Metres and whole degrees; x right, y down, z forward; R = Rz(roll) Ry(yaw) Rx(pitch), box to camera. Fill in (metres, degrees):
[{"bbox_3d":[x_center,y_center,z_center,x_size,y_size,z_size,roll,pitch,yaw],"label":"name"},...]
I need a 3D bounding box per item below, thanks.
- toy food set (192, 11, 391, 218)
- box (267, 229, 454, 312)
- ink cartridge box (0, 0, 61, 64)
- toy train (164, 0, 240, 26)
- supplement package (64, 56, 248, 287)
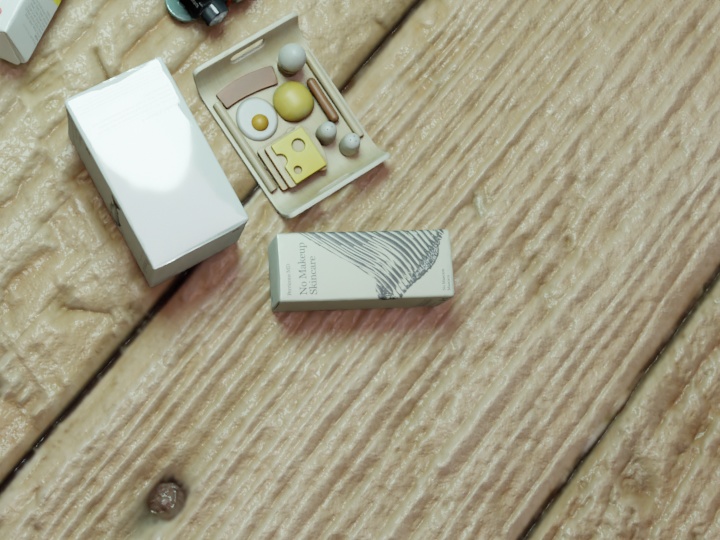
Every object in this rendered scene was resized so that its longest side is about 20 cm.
[{"bbox_3d":[-0.077,-0.175,1.390,0.143,0.060,0.201,-33,88,-16],"label":"toy food set"},{"bbox_3d":[0.000,0.000,1.371,0.199,0.068,0.083,-3,80,-13],"label":"box"},{"bbox_3d":[-0.389,-0.346,1.329,0.144,0.083,0.201,22,77,7],"label":"ink cartridge box"},{"bbox_3d":[-0.202,-0.375,1.392,0.114,0.085,0.200,-40,90,-25],"label":"toy train"},{"bbox_3d":[-0.220,-0.103,1.318,0.117,0.117,0.201,-28,86,-16],"label":"supplement package"}]
